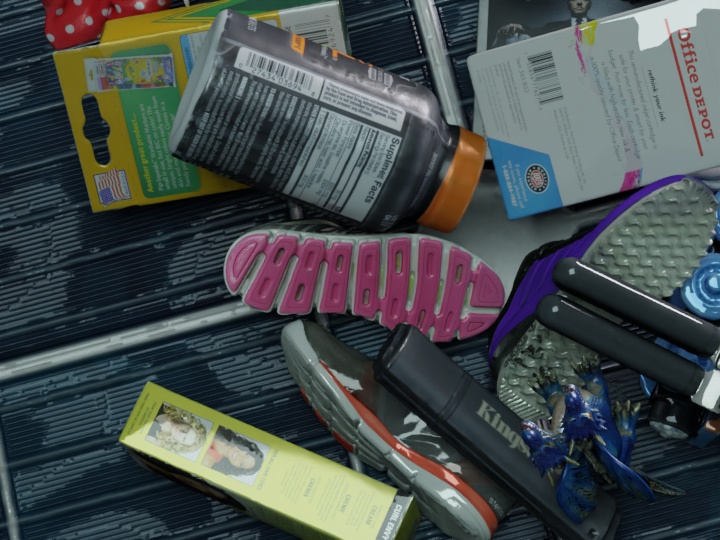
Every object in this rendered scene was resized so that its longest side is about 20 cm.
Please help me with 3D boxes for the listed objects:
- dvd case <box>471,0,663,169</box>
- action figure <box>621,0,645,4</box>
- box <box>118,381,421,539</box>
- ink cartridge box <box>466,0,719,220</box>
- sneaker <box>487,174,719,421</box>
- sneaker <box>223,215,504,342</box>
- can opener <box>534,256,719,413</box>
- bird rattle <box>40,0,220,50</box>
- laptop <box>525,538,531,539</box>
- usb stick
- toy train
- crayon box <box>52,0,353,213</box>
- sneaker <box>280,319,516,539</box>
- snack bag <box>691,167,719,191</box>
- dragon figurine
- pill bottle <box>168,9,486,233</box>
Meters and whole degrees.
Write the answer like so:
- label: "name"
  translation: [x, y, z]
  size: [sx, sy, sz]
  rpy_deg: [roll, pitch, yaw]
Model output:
- label: "dvd case"
  translation: [0.157, -0.168, 1.535]
  size: [0.150, 0.025, 0.200]
  rpy_deg: [0, 74, 12]
- label: "action figure"
  translation: [0.202, -0.261, 1.490]
  size: [0.119, 0.102, 0.200]
  rpy_deg: [-25, 68, -10]
- label: "box"
  translation: [-0.060, 0.142, 1.464]
  size: [0.200, 0.075, 0.050]
  rpy_deg: [21, 75, 13]
- label: "ink cartridge box"
  translation: [0.184, -0.115, 1.450]
  size: [0.200, 0.068, 0.115]
  rpy_deg: [-14, 94, 15]
- label: "sneaker"
  translation: [0.151, 0.000, 1.454]
  size: [0.070, 0.100, 0.200]
  rpy_deg: [34, 108, -26]
- label: "sneaker"
  translation: [0.000, 0.000, 1.499]
  size: [0.200, 0.087, 0.074]
  rpy_deg: [6, 101, -13]
- label: "can opener"
  translation: [0.210, 0.053, 1.372]
  size: [0.200, 0.067, 0.053]
  rpy_deg: [26, 85, -7]
- label: "bird rattle"
  translation: [-0.127, -0.179, 1.555]
  size: [0.200, 0.113, 0.163]
  rpy_deg: [-17, 91, 3]
- label: "laptop"
  translation: [0.056, 0.301, 1.381]
  size: [0.187, 0.116, 0.200]
  rpy_deg: [-18, 72, 2]
- label: "usb stick"
  translation: [0.090, 0.112, 1.423]
  size: [0.200, 0.055, 0.033]
  rpy_deg: [41, 125, -7]
- label: "toy train"
  translation: [0.264, 0.030, 1.454]
  size: [0.114, 0.087, 0.200]
  rpy_deg: [22, 77, 6]
- label: "crayon box"
  translation: [-0.102, -0.121, 1.516]
  size: [0.200, 0.052, 0.126]
  rpy_deg: [-9, 115, 4]
- label: "sneaker"
  translation: [0.033, 0.096, 1.474]
  size: [0.200, 0.077, 0.082]
  rpy_deg: [44, 73, 6]
- label: "snack bag"
  translation: [0.197, -0.150, 1.546]
  size: [0.200, 0.021, 0.189]
  rpy_deg: [3, 74, 7]
- label: "dragon figurine"
  translation: [0.152, 0.123, 1.384]
  size: [0.059, 0.200, 0.100]
  rpy_deg: [-19, 45, 17]
- label: "pill bottle"
  translation: [-0.019, -0.091, 1.444]
  size: [0.200, 0.106, 0.106]
  rpy_deg: [21, 76, -10]
